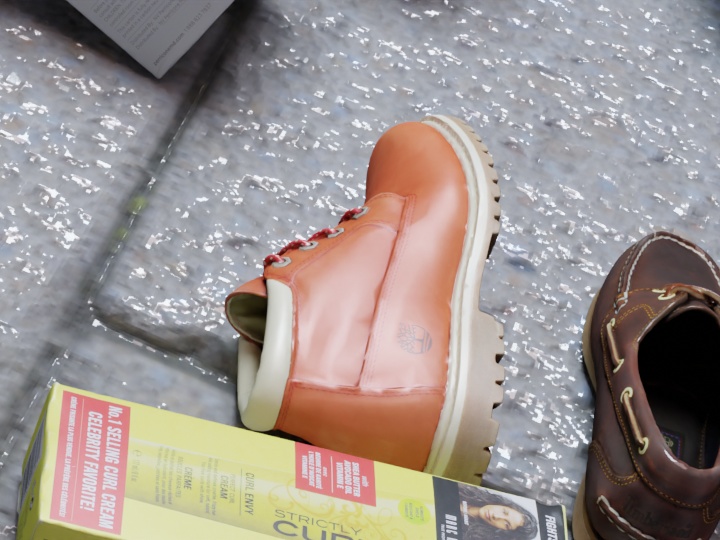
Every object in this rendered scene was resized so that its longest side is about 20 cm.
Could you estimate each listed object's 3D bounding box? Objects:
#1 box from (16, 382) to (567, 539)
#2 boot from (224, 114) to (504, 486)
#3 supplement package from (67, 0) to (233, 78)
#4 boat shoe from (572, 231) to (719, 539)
[{"bbox_3d":[-0.024,0.102,0.984,0.199,0.050,0.075,15,39,-11],"label":"box"},{"bbox_3d":[0.000,0.000,1.104,0.107,0.075,0.200,11,40,-8],"label":"boot"},{"bbox_3d":[-0.117,-0.206,1.205,0.200,0.110,0.114,41,36,-9],"label":"supplement package"},{"bbox_3d":[0.131,0.043,1.122,0.070,0.070,0.200,18,37,-6],"label":"boat shoe"}]
